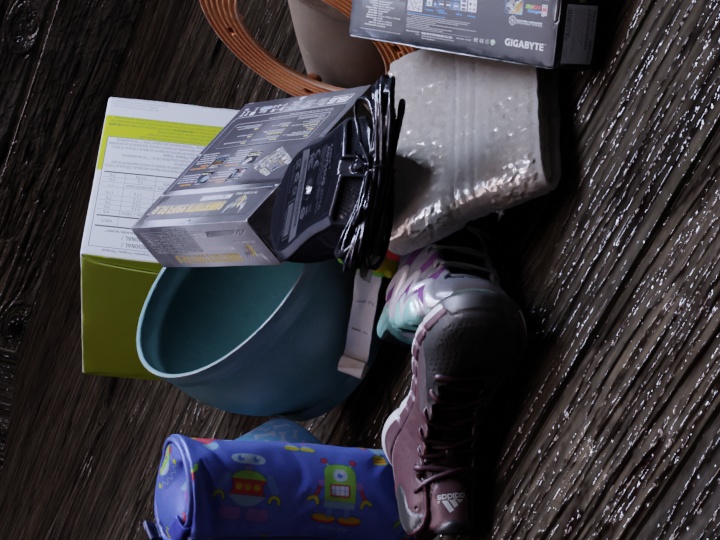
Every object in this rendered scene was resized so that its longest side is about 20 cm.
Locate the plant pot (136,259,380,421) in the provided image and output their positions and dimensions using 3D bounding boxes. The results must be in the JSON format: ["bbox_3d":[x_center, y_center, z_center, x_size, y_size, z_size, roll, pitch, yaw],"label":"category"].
[{"bbox_3d":[-0.067,0.042,1.648,0.200,0.134,0.200,-32,34,24],"label":"plant pot"}]

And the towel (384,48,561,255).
[{"bbox_3d":[0.077,-0.103,1.395,0.132,0.034,0.200,-25,39,26],"label":"towel"}]

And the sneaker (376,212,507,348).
[{"bbox_3d":[0.066,-0.018,1.402,0.200,0.078,0.140,167,117,-73],"label":"sneaker"}]

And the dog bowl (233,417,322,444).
[{"bbox_3d":[-0.073,0.185,1.663,0.050,0.112,0.200,-41,-2,-29],"label":"dog bowl"}]

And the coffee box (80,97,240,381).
[{"bbox_3d":[-0.159,-0.022,1.912,0.200,0.200,0.198,100,175,-53],"label":"coffee box"}]

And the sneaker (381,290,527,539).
[{"bbox_3d":[0.067,0.111,1.310,0.200,0.076,0.116,106,164,-49],"label":"sneaker"}]

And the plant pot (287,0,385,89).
[{"bbox_3d":[0.015,-0.225,1.628,0.175,0.200,0.200,95,176,-45],"label":"plant pot"}]

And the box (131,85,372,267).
[{"bbox_3d":[-0.077,-0.073,1.594,0.158,0.048,0.200,-50,24,-24],"label":"box"}]

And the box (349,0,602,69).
[{"bbox_3d":[0.081,-0.228,1.370,0.200,0.046,0.159,15,104,44],"label":"box"}]

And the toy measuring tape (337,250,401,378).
[{"bbox_3d":[0.000,0.000,1.508,0.074,0.073,0.200,-107,26,-63],"label":"toy measuring tape"}]

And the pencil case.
[{"bbox_3d":[-0.050,0.164,1.420,0.078,0.200,0.087,128,141,-52],"label":"pencil case"}]

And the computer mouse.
[{"bbox_3d":[-0.008,-0.049,1.394,0.200,0.053,0.139,161,121,-67],"label":"computer mouse"}]

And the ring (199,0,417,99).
[{"bbox_3d":[-0.036,-0.185,1.548,0.019,0.200,0.200,-62,9,-23],"label":"ring"}]
